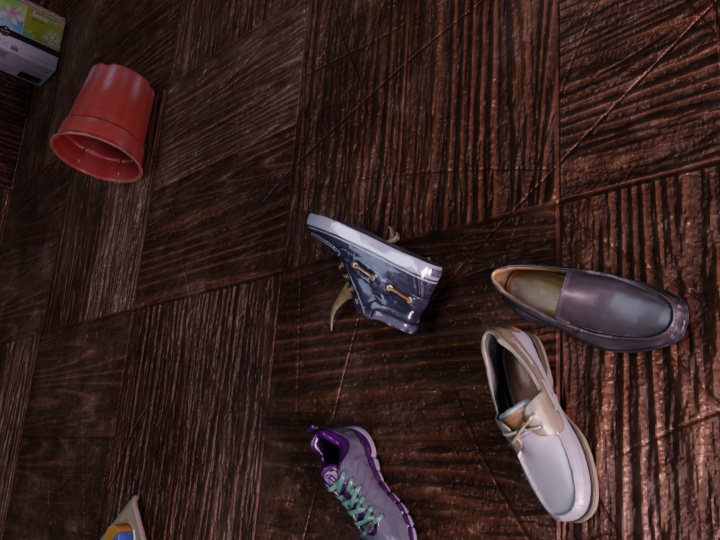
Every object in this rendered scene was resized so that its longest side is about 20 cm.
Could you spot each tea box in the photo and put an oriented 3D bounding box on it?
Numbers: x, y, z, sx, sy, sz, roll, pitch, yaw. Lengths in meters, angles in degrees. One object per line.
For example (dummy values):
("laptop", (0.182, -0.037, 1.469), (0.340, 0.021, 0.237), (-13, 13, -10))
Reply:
("tea box", (-1.048, -0.718, 2.305), (0.132, 0.198, 0.201), (-16, 65, 44))

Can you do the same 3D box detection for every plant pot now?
("plant pot", (-0.547, -0.328, 1.625), (0.199, 0.199, 0.199), (-11, 60, 45))

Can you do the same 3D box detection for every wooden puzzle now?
("wooden puzzle", (-0.421, 0.521, 1.273), (0.186, 0.046, 0.201), (-50, 45, 24))

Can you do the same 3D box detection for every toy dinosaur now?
("toy dinosaur", (0.004, 0.003, 0.977), (0.199, 0.058, 0.103), (-29, 57, 38))

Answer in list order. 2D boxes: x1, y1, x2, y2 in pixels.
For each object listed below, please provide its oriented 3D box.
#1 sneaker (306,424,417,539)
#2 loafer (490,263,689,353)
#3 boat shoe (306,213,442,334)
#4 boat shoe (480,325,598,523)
("sneaker", (-0.007, 0.269, 0.868), (0.075, 0.087, 0.201), (-52, 44, 21))
("loafer", (0.213, 0.033, 0.721), (0.198, 0.072, 0.074), (7, 80, 48))
("boat shoe", (0.000, 0.000, 0.913), (0.198, 0.070, 0.092), (27, 99, 30))
("boat shoe", (0.166, 0.149, 0.733), (0.075, 0.068, 0.203), (-41, 49, 31))
